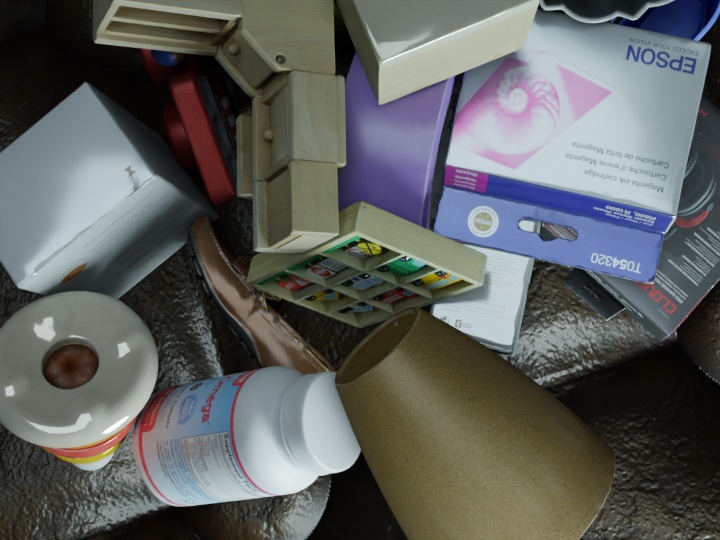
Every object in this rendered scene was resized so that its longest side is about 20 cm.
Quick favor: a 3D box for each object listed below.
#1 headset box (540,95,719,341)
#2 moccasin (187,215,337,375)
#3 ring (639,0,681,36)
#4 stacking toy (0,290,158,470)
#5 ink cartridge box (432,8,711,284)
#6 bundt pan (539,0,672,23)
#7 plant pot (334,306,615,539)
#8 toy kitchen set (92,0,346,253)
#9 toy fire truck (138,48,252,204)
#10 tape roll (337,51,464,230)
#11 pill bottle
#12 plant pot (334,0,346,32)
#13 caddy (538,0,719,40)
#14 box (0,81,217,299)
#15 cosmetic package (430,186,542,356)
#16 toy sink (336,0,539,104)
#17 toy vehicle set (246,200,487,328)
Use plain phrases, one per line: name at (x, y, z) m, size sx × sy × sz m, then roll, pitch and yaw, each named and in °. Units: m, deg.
headset box at (0.266, -0.046, 1.072) m, size 0.148 × 0.075 × 0.200 m, roll 42°, pitch 91°, yaw 11°
moccasin at (-0.091, 0.031, 1.122) m, size 0.077 × 0.074 × 0.202 m, roll -35°, pitch 77°, yaw -3°
ring at (0.200, -0.244, 1.138) m, size 0.198 × 0.019 × 0.203 m, roll -1°, pitch 83°, yaw 8°
stacking toy at (-0.246, 0.126, 1.080) m, size 0.144 × 0.201 × 0.147 m, roll 1°, pitch 56°, yaw -2°
ink cartridge box at (0.173, -0.108, 1.000) m, size 0.194 × 0.043 × 0.202 m, roll 12°, pitch 86°, yaw 5°
bundt pan at (0.194, -0.307, 0.960) m, size 0.199 × 0.076 × 0.204 m, roll -2°, pitch 119°, yaw -3°
plant pot at (0.075, 0.135, 0.990) m, size 0.186 × 0.186 × 0.200 m, roll -41°, pitch 102°, yaw 2°
toy kitchen set at (-0.125, -0.116, 0.960) m, size 0.178 × 0.163 × 0.203 m, roll 2°, pitch 79°, yaw -24°
toy fire truck at (-0.141, -0.171, 1.094) m, size 0.111 × 0.168 × 0.202 m, roll -16°, pitch 103°, yaw 6°
tape roll at (0.036, -0.105, 1.055) m, size 0.084 × 0.200 × 0.202 m, roll 12°, pitch 85°, yaw 10°
pill bottle at (-0.097, 0.143, 1.051) m, size 0.199 × 0.108 × 0.110 m, roll -15°, pitch 79°, yaw 37°
plant pot at (-0.041, -0.308, 1.101) m, size 0.198 × 0.184 × 0.203 m, roll -1°, pitch 82°, yaw 8°
caddy at (0.230, -0.227, 1.067) m, size 0.141 × 0.105 × 0.200 m, roll 41°, pitch 90°, yaw 11°
box at (-0.240, -0.059, 1.093) m, size 0.152 × 0.200 × 0.107 m, roll -38°, pitch 78°, yaw 2°
cosmetic package at (0.120, -0.031, 1.077) m, size 0.080 × 0.113 × 0.202 m, roll 13°, pitch 87°, yaw 9°
toy sink at (0.036, -0.253, 0.931) m, size 0.129 × 0.112 × 0.202 m, roll -22°, pitch 82°, yaw -3°
toy vehicle set at (0.000, 0.000, 1.016) m, size 0.123 × 0.199 × 0.027 m, roll 22°, pitch 68°, yaw -24°
